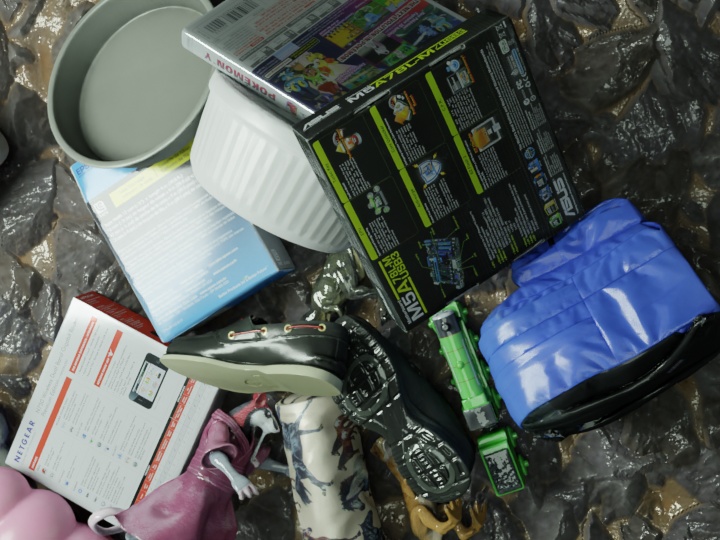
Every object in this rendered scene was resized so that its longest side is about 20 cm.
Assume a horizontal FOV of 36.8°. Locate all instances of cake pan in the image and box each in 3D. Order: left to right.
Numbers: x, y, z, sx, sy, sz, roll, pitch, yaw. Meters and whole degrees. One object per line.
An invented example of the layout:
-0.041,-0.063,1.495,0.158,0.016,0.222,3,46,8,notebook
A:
-0.210,-0.184,1.038,0.199,0.037,0.202,-9,68,23,cake pan

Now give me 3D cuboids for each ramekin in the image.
-0.061,-0.096,0.974,0.202,0.202,0.095,31,103,6,ramekin

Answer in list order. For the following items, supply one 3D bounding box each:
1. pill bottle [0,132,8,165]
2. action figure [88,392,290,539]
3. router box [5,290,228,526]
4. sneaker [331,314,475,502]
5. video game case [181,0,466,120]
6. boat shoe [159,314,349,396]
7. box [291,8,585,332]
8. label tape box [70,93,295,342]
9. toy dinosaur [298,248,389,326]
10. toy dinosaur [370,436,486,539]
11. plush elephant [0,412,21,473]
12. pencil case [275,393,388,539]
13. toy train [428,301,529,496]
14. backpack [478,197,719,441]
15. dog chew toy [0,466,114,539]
-0.459,-0.077,1.105,0.111,0.111,0.200,41,102,4,pill bottle
-0.145,0.202,1.069,0.148,0.134,0.201,20,79,22,action figure
-0.248,0.150,1.121,0.179,0.049,0.201,28,101,7,router box
0.038,0.126,1.038,0.076,0.091,0.200,-35,90,24,sneaker
-0.025,-0.209,0.959,0.182,0.200,0.023,33,143,17,video game case
-0.099,0.078,1.019,0.200,0.074,0.063,-1,64,30,boat shoe
0.070,-0.080,0.891,0.193,0.048,0.201,-32,119,-5,box
-0.177,-0.051,1.075,0.143,0.066,0.201,-31,85,13,label tape box
0.000,0.000,1.056,0.088,0.047,0.201,21,97,15,toy dinosaur
0.070,0.254,1.075,0.106,0.060,0.201,-16,90,42,toy dinosaur
-0.460,0.157,1.110,0.164,0.155,0.201,-1,97,12,plush elephant
-0.023,0.207,1.056,0.078,0.089,0.201,-18,83,49,pencil case
0.112,0.122,1.040,0.042,0.056,0.201,-21,93,13,toy train
0.205,0.050,0.965,0.200,0.162,0.168,-36,60,13,backpack
-0.333,0.283,1.107,0.124,0.125,0.200,-37,99,13,dog chew toy
